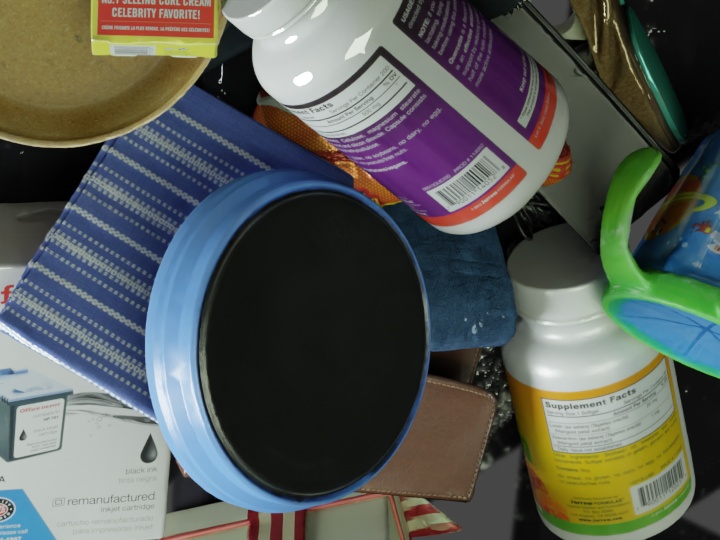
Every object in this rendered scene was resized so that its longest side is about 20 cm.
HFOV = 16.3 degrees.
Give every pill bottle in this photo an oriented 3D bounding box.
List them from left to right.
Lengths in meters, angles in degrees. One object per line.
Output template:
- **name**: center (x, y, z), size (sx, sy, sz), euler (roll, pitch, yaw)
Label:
- **pill bottle**: center (0.018, -0.115, 1.416), size (0.200, 0.113, 0.113), euler (38, 100, -30)
- **pill bottle**: center (0.154, 0.073, 1.673), size (0.110, 0.111, 0.201), euler (-20, 121, -9)

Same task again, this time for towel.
- **towel**: center (-0.108, -0.012, 1.492), size (0.144, 0.024, 0.201), euler (30, 67, 2)
- **towel**: center (0.000, 0.000, 1.576), size (0.199, 0.112, 0.049), euler (-1, 148, -26)

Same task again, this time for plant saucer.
- **plant saucer**: center (-0.172, -0.168, 1.436), size (0.199, 0.035, 0.202), euler (0, 86, -4)

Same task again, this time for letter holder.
- **letter holder**: center (-0.016, 0.056, 1.612), size (0.199, 0.101, 0.143), euler (7, 112, -22)

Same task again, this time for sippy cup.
- **sippy cup**: center (0.235, -0.012, 1.562), size (0.131, 0.139, 0.178), euler (-64, 154, -12)

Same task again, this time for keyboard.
- **keyboard**: center (0.104, -0.101, 1.597), size (0.104, 0.040, 0.200), euler (-40, 103, 14)

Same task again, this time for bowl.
- **bowl**: center (-0.036, 0.042, 1.465), size (0.200, 0.039, 0.202), euler (-4, 95, -43)

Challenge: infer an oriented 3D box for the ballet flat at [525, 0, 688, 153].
- **ballet flat**: center (0.144, -0.153, 1.585), size (0.072, 0.068, 0.201), euler (-18, 123, 14)

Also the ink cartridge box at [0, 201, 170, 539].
- **ink cartridge box**: center (-0.193, 0.066, 1.564), size (0.145, 0.086, 0.201), euler (-3, 118, -17)

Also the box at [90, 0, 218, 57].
- **box**: center (-0.113, -0.221, 1.400), size (0.075, 0.050, 0.201), euler (2, 86, -4)

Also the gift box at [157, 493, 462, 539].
- **gift box**: center (-0.022, 0.248, 1.655), size (0.199, 0.187, 0.186), euler (-9, 118, 3)

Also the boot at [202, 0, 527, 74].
- **boot**: center (-0.016, -0.150, 1.503), size (0.168, 0.077, 0.200), euler (32, 118, -33)

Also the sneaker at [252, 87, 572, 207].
- **sneaker**: center (0.032, -0.074, 1.558), size (0.199, 0.073, 0.078), euler (9, 116, 10)
